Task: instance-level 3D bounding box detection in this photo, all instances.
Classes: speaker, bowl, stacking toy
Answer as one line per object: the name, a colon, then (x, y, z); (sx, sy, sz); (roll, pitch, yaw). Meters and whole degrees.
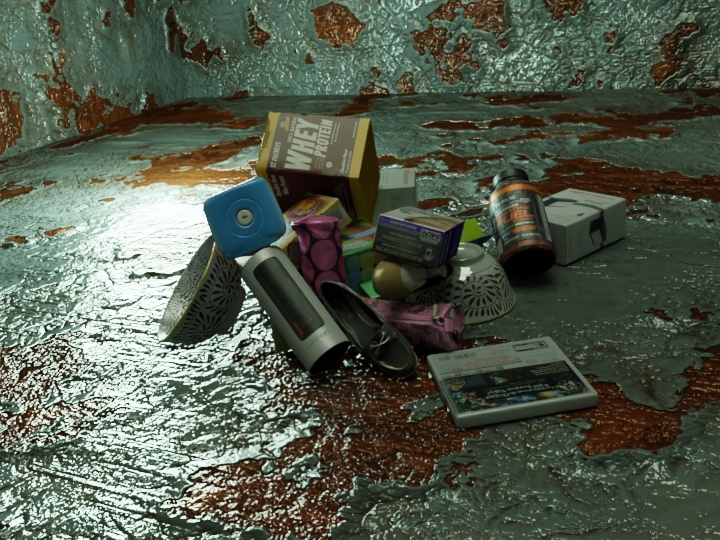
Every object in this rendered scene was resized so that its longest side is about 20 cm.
speaker: (-0.101, 0.062, 1.252); (0.080, 0.082, 0.201); (-22, 65, -36)
bowl: (-0.255, 0.049, 1.368); (0.093, 0.202, 0.201); (29, 12, -19)
bowl: (0.174, 0.010, 1.423); (0.197, 0.096, 0.201); (-6, 22, 2)
stacking toy: (-0.188, -0.069, 1.352); (0.114, 0.111, 0.200); (-23, -5, -8)

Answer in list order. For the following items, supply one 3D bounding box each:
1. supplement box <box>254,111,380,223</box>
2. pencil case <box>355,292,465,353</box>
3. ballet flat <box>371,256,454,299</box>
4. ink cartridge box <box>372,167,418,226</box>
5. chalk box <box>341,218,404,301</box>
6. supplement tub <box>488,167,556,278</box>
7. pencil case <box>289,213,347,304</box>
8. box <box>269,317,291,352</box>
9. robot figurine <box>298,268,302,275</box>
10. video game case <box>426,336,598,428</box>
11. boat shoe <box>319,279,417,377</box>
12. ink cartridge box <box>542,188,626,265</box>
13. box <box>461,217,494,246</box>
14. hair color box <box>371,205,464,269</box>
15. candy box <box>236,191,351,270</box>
supplement box: (-0.076, -0.188, 1.559); (0.196, 0.198, 0.135); (6, 65, 10)
pencil case: (0.067, 0.083, 1.282); (0.197, 0.088, 0.083); (3, 30, 29)
ballet flat: (0.089, 0.003, 1.279); (0.062, 0.070, 0.199); (-14, -2, 32)
ink cartridge box: (0.028, -0.128, 1.736); (0.196, 0.147, 0.146); (-3, 22, 7)
chalk box: (0.000, 0.000, 1.451); (0.123, 0.126, 0.199); (-15, 22, -24)
supplement tub: (0.298, -0.093, 1.515); (0.105, 0.108, 0.203); (-6, 56, 0)
pencil case: (-0.068, 0.009, 1.350); (0.092, 0.204, 0.090); (0, 10, 29)
box: (-0.130, 0.062, 1.402); (0.049, 0.077, 0.201); (-9, 23, -2)
robot figurine: (-0.186, -0.041, 1.581); (0.148, 0.127, 0.199); (-9, 5, -20)
video game case: (0.209, 0.155, 1.149); (0.196, 0.024, 0.182); (-8, 21, -6)
boat shoe: (0.005, 0.087, 1.227); (0.200, 0.067, 0.057); (44, 2, 28)
ink cartridge box: (0.418, -0.093, 1.627); (0.198, 0.085, 0.144); (-21, 26, -34)
box: (0.143, -0.039, 1.539); (0.197, 0.048, 0.122); (-18, -14, -27)
hair color box: (0.098, -0.057, 1.306); (0.107, 0.066, 0.200); (15, 14, 13)
candy box: (-0.124, -0.052, 1.432); (0.200, 0.057, 0.116); (-44, 29, -17)
